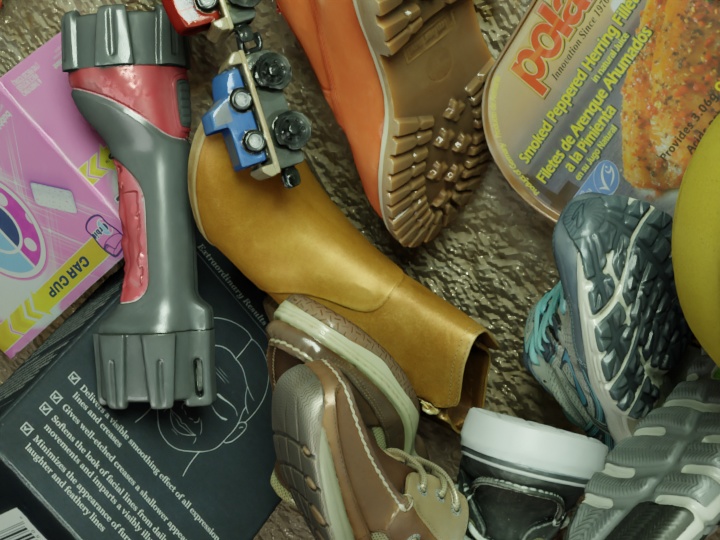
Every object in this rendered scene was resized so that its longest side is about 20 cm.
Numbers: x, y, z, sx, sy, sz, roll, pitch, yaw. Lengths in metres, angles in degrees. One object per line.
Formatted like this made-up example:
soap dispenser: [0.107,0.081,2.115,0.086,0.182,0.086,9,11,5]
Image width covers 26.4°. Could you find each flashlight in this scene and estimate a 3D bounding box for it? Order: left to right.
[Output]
flashlight: [-0.117,-0.032,0.787,0.067,0.067,0.202,3,95,60]

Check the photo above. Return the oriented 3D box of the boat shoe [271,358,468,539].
boat shoe: [0.012,0.115,0.729,0.076,0.071,0.201,52,164,50]

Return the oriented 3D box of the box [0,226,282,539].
box: [-0.124,0.096,0.869,0.149,0.200,0.107,50,138,-11]

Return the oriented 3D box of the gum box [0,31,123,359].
gum box: [-0.193,-0.037,0.904,0.114,0.066,0.200,47,138,-7]

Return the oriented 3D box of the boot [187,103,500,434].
boot: [0.000,0.001,0.777,0.143,0.071,0.202,25,155,29]

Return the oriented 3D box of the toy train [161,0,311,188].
toy train: [-0.071,-0.131,0.705,0.034,0.045,0.202,171,79,-75]

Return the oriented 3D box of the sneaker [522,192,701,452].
sneaker: [0.108,0.033,0.717,0.086,0.078,0.201,19,153,32]

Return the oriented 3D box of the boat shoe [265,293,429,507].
boat shoe: [-0.011,0.089,0.782,0.074,0.075,0.203,26,159,28]

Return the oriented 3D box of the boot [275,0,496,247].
boot: [0.006,-0.104,0.716,0.107,0.075,0.201,34,148,36]

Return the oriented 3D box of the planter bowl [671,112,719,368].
planter bowl: [0.177,-0.014,0.583,0.083,0.200,0.202,15,135,47]

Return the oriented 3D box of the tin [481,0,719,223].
tin: [0.125,-0.094,0.652,0.111,0.042,0.200,33,138,1]

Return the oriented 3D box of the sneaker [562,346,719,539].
sneaker: [0.179,0.092,0.664,0.116,0.200,0.075,46,162,-20]

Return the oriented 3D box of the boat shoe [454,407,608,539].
boat shoe: [0.080,0.116,0.771,0.071,0.072,0.200,16,169,9]

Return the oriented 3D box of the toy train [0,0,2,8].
toy train: [-0.238,-0.198,0.807,0.149,0.056,0.201,-1,124,36]
